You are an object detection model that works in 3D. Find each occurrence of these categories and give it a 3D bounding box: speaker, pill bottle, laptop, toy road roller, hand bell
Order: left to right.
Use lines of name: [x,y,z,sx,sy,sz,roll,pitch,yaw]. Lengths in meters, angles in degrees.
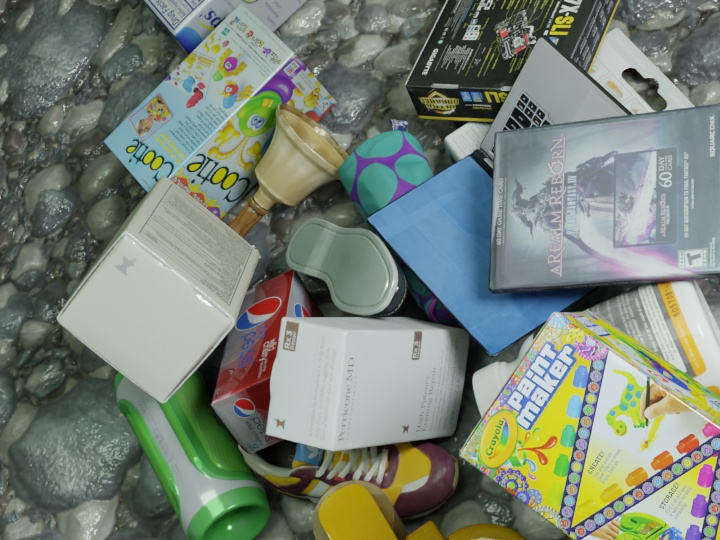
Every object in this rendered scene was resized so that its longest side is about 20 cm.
speaker: [-0.160,0.165,1.457,0.088,0.088,0.200,-39,55,5]
hand bell: [-0.106,-0.058,1.556,0.200,0.104,0.104,-47,53,15]
toy road roller: [0.066,0.248,1.284,0.146,0.123,0.200,-33,60,-5]
laptop: [0.136,-0.067,1.334,0.187,0.116,0.201,48,126,31]
pill bottle: [0.201,0.088,1.289,0.199,0.116,0.117,-24,57,14]

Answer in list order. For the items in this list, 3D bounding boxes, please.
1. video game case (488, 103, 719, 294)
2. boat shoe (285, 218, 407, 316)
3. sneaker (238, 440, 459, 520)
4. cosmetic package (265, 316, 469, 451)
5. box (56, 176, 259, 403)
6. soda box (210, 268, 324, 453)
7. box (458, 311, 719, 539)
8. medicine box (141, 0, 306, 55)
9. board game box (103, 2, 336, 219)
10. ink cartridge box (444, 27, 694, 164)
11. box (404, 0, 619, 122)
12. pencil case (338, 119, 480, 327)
video game case: [0.202,-0.057,1.281,0.199,0.019,0.144,-5,71,25]
boat shoe: [0.000,0.000,1.415,0.076,0.060,0.200,-60,30,5]
sneaker: [-0.014,0.172,1.375,0.199,0.090,0.075,-1,66,28]
cosmetic package: [0.010,0.093,1.322,0.074,0.200,0.102,10,95,32]
box: [-0.182,0.013,1.448,0.109,0.128,0.200,-48,9,16]
soda box: [-0.080,0.079,1.413,0.070,0.064,0.200,-25,24,15]
box: [0.199,0.130,1.116,0.192,0.200,0.122,36,99,15]
medicine box: [-0.149,-0.343,1.691,0.200,0.103,0.182,-43,55,3]
board game box: [-0.142,-0.151,1.593,0.200,0.103,0.105,-44,55,1]
ink cartridge box: [0.201,-0.112,1.441,0.199,0.057,0.163,-31,55,-7]
box: [0.151,-0.228,1.484,0.159,0.049,0.201,6,55,28]
pencil case: [0.059,-0.042,1.447,0.092,0.085,0.200,-9,51,-28]
